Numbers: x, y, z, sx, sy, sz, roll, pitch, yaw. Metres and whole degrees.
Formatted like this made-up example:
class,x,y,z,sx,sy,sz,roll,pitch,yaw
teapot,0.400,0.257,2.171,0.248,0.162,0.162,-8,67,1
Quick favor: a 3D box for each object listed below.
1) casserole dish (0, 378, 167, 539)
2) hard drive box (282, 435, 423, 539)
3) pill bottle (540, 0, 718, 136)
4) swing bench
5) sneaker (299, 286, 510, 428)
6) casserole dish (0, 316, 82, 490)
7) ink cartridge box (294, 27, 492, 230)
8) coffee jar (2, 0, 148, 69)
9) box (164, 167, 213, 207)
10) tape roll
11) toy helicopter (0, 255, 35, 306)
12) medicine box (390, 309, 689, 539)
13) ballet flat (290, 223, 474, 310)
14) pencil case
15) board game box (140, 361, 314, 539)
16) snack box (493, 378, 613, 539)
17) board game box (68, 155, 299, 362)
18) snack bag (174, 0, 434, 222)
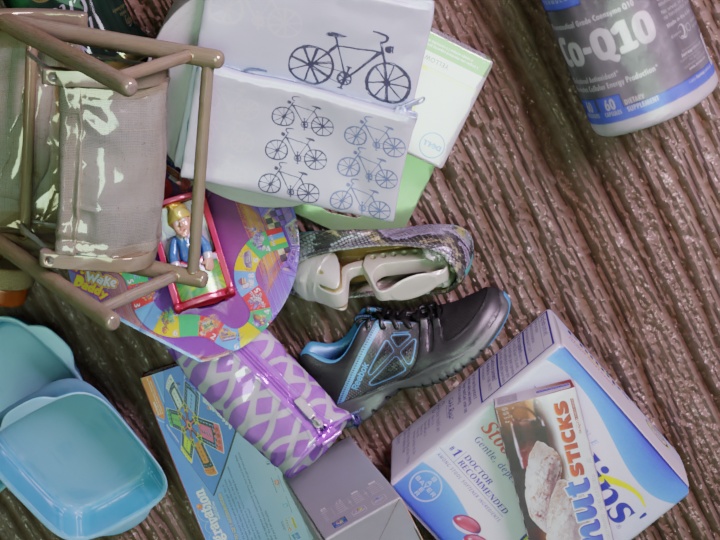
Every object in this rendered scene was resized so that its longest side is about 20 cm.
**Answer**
class,x,y,z,sx,sy,sz,roll,pitch,yaw
casserole dish,-0.255,0.166,1.549,0.120,0.039,0.201,-29,134,3
hard drive box,0.012,0.251,1.510,0.076,0.200,0.157,-29,105,-7
pill bottle,0.207,-0.223,1.418,0.113,0.114,0.201,-23,104,8
swing bench,-0.227,-0.089,1.361,0.199,0.129,0.201,19,115,27
sneaker,0.038,0.063,1.527,0.199,0.073,0.082,-31,104,10
casserole dish,-0.335,0.122,1.569,0.121,0.039,0.200,43,104,-13
ink cartridge box,0.007,-0.123,1.490,0.144,0.048,0.201,25,103,-6
coffee jar,-0.244,-0.219,1.451,0.103,0.085,0.201,-23,104,8
box,-0.227,-0.070,1.512,0.198,0.049,0.083,15,106,-2
tape roll,-0.072,-0.154,1.414,0.200,0.071,0.204,2,120,4
toy helicopter,-0.377,-0.017,1.490,0.198,0.132,0.080,15,107,-2
medicine box,0.156,0.174,1.540,0.200,0.103,0.182,-41,101,13
ballet flat,0.000,0.000,1.504,0.198,0.072,0.073,-6,106,6
pencil case,-0.097,0.091,1.508,0.200,0.086,0.084,43,75,6
board game box,-0.119,0.171,1.592,0.102,0.019,0.202,-18,104,5
snack box,0.171,0.195,1.478,0.071,0.024,0.202,-14,105,5
board game box,-0.151,-0.021,1.454,0.199,0.039,0.159,28,84,0
snack bag,-0.043,-0.143,1.364,0.187,0.021,0.202,14,121,-1
